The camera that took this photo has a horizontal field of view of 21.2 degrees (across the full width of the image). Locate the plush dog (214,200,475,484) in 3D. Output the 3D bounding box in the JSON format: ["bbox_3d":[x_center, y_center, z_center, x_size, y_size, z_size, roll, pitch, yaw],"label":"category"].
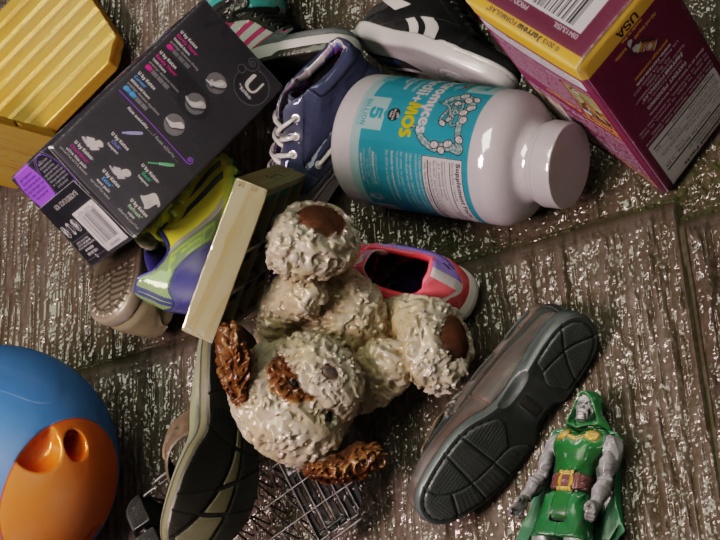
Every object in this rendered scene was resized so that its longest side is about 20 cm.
[{"bbox_3d":[-0.038,0.072,1.495,0.160,0.200,0.172,-30,22,53],"label":"plush dog"}]

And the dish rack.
[{"bbox_3d":[-0.089,0.198,1.552,0.200,0.055,0.154,-36,55,7],"label":"dish rack"}]

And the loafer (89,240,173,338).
[{"bbox_3d":[-0.192,-0.017,1.715,0.075,0.068,0.200,-19,42,29],"label":"loafer"}]

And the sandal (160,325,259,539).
[{"bbox_3d":[-0.122,0.137,1.531,0.057,0.080,0.202,-19,49,38],"label":"sandal"}]

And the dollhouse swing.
[{"bbox_3d":[-0.364,-0.214,1.859,0.176,0.181,0.200,-53,49,22],"label":"dollhouse swing"}]

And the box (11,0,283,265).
[{"bbox_3d":[-0.181,-0.116,1.638,0.200,0.106,0.122,-48,11,-26],"label":"box"}]

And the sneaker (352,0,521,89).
[{"bbox_3d":[0.082,-0.219,1.642,0.200,0.073,0.112,26,80,48],"label":"sneaker"}]

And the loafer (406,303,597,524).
[{"bbox_3d":[0.103,0.109,1.488,0.200,0.072,0.063,-48,34,-9],"label":"loafer"}]

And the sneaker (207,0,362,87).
[{"bbox_3d":[-0.078,-0.224,1.741,0.199,0.084,0.121,-7,69,36],"label":"sneaker"}]

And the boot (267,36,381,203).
[{"bbox_3d":[-0.056,-0.106,1.658,0.200,0.090,0.073,-49,37,-4],"label":"boot"}]

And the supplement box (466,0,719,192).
[{"bbox_3d":[0.191,-0.170,1.488,0.103,0.200,0.131,-50,52,-3],"label":"supplement box"}]

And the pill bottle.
[{"bbox_3d":[0.083,-0.097,1.569,0.199,0.111,0.111,10,71,33],"label":"pill bottle"}]

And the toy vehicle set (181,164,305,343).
[{"bbox_3d":[-0.091,-0.018,1.538,0.026,0.200,0.125,21,99,4],"label":"toy vehicle set"}]

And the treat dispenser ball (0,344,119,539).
[{"bbox_3d":[-0.299,0.162,1.596,0.200,0.201,0.202,-13,60,24],"label":"treat dispenser ball"}]

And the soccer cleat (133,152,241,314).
[{"bbox_3d":[-0.151,-0.041,1.662,0.083,0.065,0.201,10,41,-4],"label":"soccer cleat"}]

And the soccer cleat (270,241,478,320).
[{"bbox_3d":[0.000,0.000,1.589,0.199,0.073,0.068,10,72,34],"label":"soccer cleat"}]

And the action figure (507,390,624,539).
[{"bbox_3d":[0.153,0.182,1.424,0.118,0.055,0.201,-2,61,32],"label":"action figure"}]
